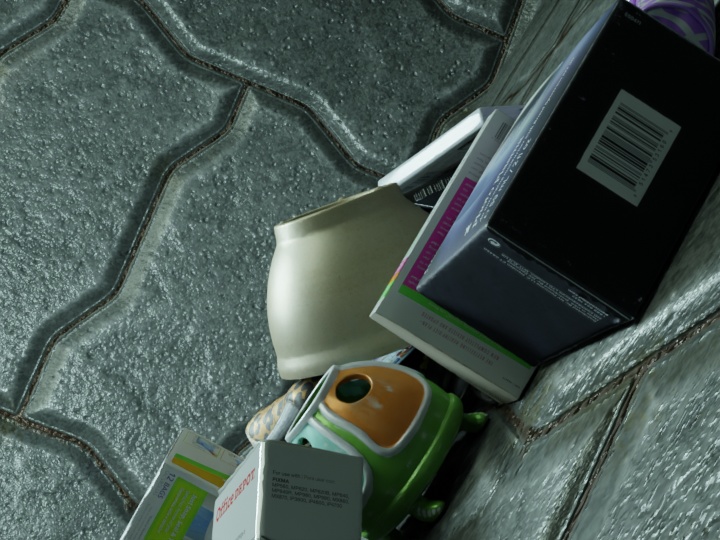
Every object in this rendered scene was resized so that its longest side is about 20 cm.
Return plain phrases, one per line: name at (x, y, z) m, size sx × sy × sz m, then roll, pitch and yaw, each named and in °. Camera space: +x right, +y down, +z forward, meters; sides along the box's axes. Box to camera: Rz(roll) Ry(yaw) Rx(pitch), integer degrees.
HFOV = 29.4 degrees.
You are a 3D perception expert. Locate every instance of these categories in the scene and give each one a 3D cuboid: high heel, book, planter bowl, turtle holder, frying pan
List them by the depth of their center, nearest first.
book at (0.114, -0.013, 1.102) m, size 0.200 × 0.134 × 0.048 m, roll -58°, pitch 3°, yaw -15°
turtle holder at (0.008, 0.148, 1.156) m, size 0.141 × 0.132 × 0.186 m, roll -59°, pitch 3°, yaw -13°
frying pan at (0.101, 0.081, 1.212) m, size 0.190 × 0.031 × 0.115 m, roll -31°, pitch 40°, yaw 64°
planter bowl at (0.000, 0.000, 1.239) m, size 0.200 × 0.135 × 0.200 m, roll -19°, pitch 5°, yaw 2°
high heel at (-0.046, 0.130, 1.302) m, size 0.143 × 0.071 × 0.200 m, roll -50°, pitch 1°, yaw 10°

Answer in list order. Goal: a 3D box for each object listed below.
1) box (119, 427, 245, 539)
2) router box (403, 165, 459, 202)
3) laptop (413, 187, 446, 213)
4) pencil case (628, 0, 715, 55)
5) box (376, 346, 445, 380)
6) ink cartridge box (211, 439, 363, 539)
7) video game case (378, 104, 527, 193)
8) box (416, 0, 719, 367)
box at (-0.110, 0.251, 1.276) m, size 0.113 × 0.200 × 0.101 m, roll -60°, pitch 3°, yaw 12°
router box at (0.086, -0.051, 1.502) m, size 0.149 × 0.051 × 0.200 m, roll -26°, pitch -14°, yaw 11°
laptop at (0.146, -0.050, 1.337) m, size 0.177 × 0.103 × 0.200 m, roll -25°, pitch -35°, yaw -22°
pencil case at (0.270, -0.222, 1.212) m, size 0.084 × 0.085 × 0.200 m, roll -58°, pitch 3°, yaw 25°
box at (0.056, 0.076, 1.368) m, size 0.200 × 0.040 × 0.137 m, roll -43°, pitch 10°, yaw -10°
ink cartridge box at (-0.061, 0.246, 1.027) m, size 0.144 × 0.084 × 0.200 m, roll 127°, pitch 149°, yaw -55°
video game case at (0.143, -0.127, 1.437) m, size 0.182 × 0.022 × 0.200 m, roll -7°, pitch -14°, yaw -33°
box at (0.155, -0.055, 0.995) m, size 0.200 × 0.123 × 0.198 m, roll -58°, pitch 2°, yaw -18°
